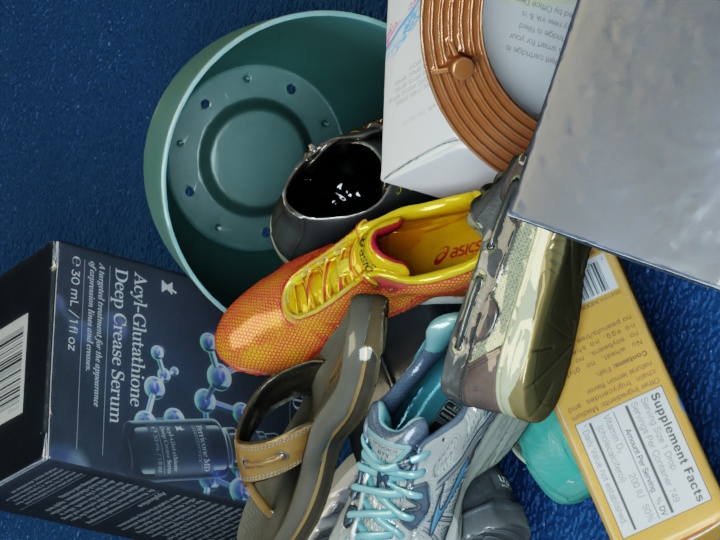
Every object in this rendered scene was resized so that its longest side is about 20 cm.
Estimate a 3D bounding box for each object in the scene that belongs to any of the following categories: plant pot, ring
[{"bbox_3d":[-0.045,-0.065,1.819,0.161,0.200,0.201,-157,84,-71],"label":"plant pot"},{"bbox_3d":[0.128,-0.136,1.562,0.201,0.200,0.019,-69,20,9],"label":"ring"}]

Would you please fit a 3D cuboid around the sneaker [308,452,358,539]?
[{"bbox_3d":[-0.033,0.178,1.795,0.200,0.075,0.082,-59,36,24],"label":"sneaker"}]

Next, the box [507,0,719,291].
[{"bbox_3d":[0.179,-0.095,1.439,0.123,0.200,0.199,18,93,21],"label":"box"}]

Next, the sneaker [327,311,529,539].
[{"bbox_3d":[0.019,0.109,1.559,0.077,0.086,0.200,20,78,30],"label":"sneaker"}]

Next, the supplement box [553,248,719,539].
[{"bbox_3d":[0.136,0.070,1.537,0.069,0.067,0.200,-23,61,7],"label":"supplement box"}]

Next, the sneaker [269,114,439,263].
[{"bbox_3d":[0.039,-0.069,1.696,0.075,0.200,0.106,53,170,7],"label":"sneaker"}]

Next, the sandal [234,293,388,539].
[{"bbox_3d":[-0.037,0.086,1.590,0.200,0.054,0.082,117,163,-44],"label":"sandal"}]

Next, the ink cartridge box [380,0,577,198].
[{"bbox_3d":[0.093,-0.136,1.666,0.086,0.147,0.201,-25,56,54],"label":"ink cartridge box"}]

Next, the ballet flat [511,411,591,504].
[{"bbox_3d":[0.094,0.054,1.657,0.070,0.067,0.200,-53,38,28],"label":"ballet flat"}]

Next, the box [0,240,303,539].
[{"bbox_3d":[-0.140,0.086,1.886,0.107,0.200,0.149,-29,54,48],"label":"box"}]

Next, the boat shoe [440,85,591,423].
[{"bbox_3d":[0.085,-0.022,1.518,0.066,0.072,0.201,7,76,22],"label":"boat shoe"}]

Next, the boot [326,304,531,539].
[{"bbox_3d":[-0.001,0.094,1.667,0.165,0.066,0.200,-28,61,17],"label":"boot"}]

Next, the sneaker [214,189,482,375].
[{"bbox_3d":[0.000,0.000,1.627,0.200,0.077,0.073,-25,59,20],"label":"sneaker"}]
